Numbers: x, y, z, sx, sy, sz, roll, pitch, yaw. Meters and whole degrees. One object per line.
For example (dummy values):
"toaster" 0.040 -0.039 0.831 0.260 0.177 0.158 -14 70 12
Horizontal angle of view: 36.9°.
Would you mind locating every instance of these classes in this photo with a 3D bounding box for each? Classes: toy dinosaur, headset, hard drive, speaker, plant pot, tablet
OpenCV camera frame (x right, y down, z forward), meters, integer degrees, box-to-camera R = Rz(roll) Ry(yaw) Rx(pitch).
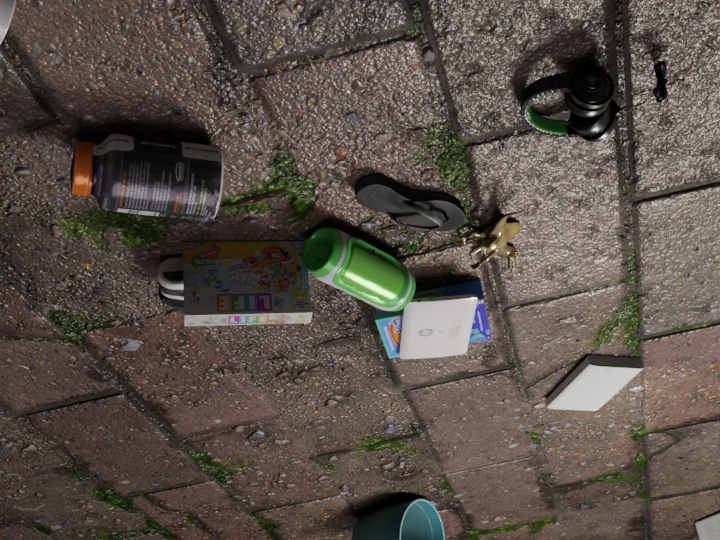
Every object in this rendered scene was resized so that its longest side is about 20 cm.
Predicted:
"toy dinosaur" 0.216 -0.056 1.756 0.100 0.059 0.200 -24 155 -1
"headset" 0.318 -0.240 1.479 0.197 0.095 0.124 -2 155 21
"hard drive" 0.493 0.241 2.287 0.130 0.027 0.201 5 146 -18
"speaker" 0.000 0.000 1.747 0.088 0.089 0.199 -30 141 32
"plant pot" 0.087 0.693 2.773 0.186 0.203 0.199 -12 151 37
"tablet" 0.136 0.104 1.925 0.128 0.014 0.201 -4 146 -4

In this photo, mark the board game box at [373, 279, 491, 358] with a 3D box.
"board game box" 0.132 0.090 1.958 0.197 0.046 0.153 -11 147 7

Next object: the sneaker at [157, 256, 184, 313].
"sneaker" -0.232 0.029 1.773 0.197 0.074 0.112 6 150 -6

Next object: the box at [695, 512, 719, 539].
"box" 1.119 0.811 3.145 0.197 0.202 0.171 16 143 -34

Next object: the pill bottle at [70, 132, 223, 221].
"pill bottle" -0.292 -0.129 1.470 0.197 0.107 0.107 5 146 -19

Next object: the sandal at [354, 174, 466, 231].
"sandal" 0.076 -0.091 1.665 0.198 0.043 0.076 14 142 -30

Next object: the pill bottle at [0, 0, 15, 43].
"pill bottle" -0.475 -0.307 1.150 0.198 0.111 0.109 18 140 -34

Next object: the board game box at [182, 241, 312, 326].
"board game box" -0.179 0.019 1.699 0.197 0.136 0.034 -1 148 -11
